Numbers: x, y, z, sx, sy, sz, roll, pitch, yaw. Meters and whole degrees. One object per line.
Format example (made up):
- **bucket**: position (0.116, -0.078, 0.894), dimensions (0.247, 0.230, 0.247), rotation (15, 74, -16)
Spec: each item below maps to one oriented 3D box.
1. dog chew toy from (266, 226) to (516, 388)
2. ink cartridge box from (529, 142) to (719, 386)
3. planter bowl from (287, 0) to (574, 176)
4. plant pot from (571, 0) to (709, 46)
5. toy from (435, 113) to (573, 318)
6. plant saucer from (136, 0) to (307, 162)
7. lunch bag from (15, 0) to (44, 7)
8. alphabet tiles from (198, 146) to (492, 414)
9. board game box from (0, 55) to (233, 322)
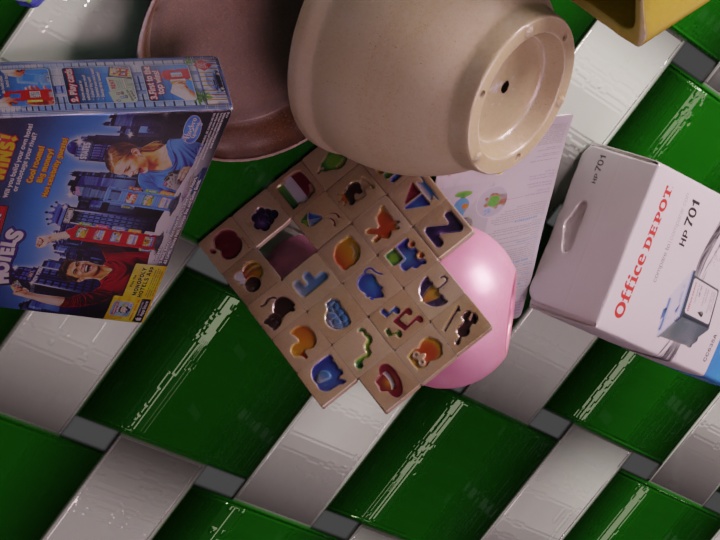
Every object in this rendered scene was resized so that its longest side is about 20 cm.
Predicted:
- **dog chew toy**: position (0.016, 0.020, 1.634), dimensions (0.198, 0.125, 0.125), rotation (7, 128, 8)
- **ink cartridge box**: position (0.251, -0.002, 1.797), dimensions (0.199, 0.086, 0.148), rotation (22, 90, -44)
- **planter bowl**: position (0.063, -0.147, 1.506), dimensions (0.200, 0.134, 0.201), rotation (-36, 143, -33)
- **plant pot**: position (0.212, -0.309, 1.492), dimensions (0.199, 0.194, 0.197), rotation (-25, 134, -23)
- **toy**: position (0.091, -0.044, 1.708), dimensions (0.114, 0.047, 0.201), rotation (-9, 133, -26)
- **plant saucer**: position (-0.071, -0.170, 1.514), dimensions (0.199, 0.032, 0.202), rotation (-18, 132, -21)
- **lunch bag**: position (-0.228, -0.281, 1.266), dimensions (0.169, 0.127, 0.201), rotation (24, 95, -40)
- **alphabet tiles**: position (0.000, 0.000, 1.580), dimensions (0.167, 0.200, 0.008), rotation (-38, 157, -2)
- **board game box**: position (-0.214, -0.066, 1.464), dimensions (0.198, 0.062, 0.201), rotation (9, 128, -25)
